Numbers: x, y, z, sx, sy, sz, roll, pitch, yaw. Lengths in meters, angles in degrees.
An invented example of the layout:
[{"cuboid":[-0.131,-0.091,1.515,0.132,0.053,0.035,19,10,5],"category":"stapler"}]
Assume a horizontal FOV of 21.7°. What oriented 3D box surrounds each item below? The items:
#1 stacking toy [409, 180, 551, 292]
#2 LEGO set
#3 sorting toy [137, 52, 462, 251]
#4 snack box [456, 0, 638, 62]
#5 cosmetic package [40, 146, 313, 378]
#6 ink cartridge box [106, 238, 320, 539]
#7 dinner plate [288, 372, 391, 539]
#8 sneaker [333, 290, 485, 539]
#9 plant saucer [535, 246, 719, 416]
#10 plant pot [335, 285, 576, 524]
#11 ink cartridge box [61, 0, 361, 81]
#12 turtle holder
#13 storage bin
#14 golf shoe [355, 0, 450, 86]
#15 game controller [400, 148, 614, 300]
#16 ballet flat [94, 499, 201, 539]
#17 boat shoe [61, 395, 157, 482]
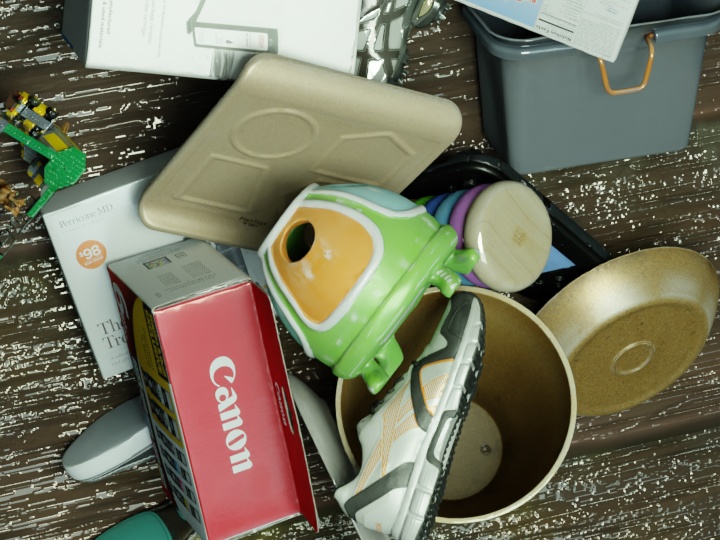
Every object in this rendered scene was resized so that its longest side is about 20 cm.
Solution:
[{"cuboid":[0.056,-0.025,1.493,0.085,0.200,0.086,0,90,-39],"category":"stacking toy"},{"cuboid":[-0.319,-0.076,1.428,0.200,0.116,0.154,-54,143,12],"category":"LEGO set"},{"cuboid":[-0.048,-0.084,1.419,0.185,0.037,0.200,11,141,-29],"category":"sorting toy"},{"cuboid":[0.110,-0.225,1.404,0.199,0.024,0.072,23,125,7],"category":"snack box"},{"cuboid":[-0.141,-0.019,1.512,0.199,0.052,0.151,-21,111,-8],"category":"cosmetic package"},{"cuboid":[-0.112,0.096,1.428,0.084,0.176,0.201,-18,110,-17],"category":"ink cartridge box"},{"cuboid":[-0.011,0.170,1.534,0.024,0.200,0.201,-24,114,-2],"category":"dinner plate"},{"cuboid":[0.040,0.103,1.406,0.080,0.074,0.201,16,72,14],"category":"sneaker"},{"cuboid":[0.226,0.064,1.605,0.200,0.035,0.201,-17,140,-15],"category":"plant saucer"},{"cuboid":[0.074,0.128,1.538,0.186,0.200,0.187,0,74,0],"category":"plant pot"},{"cuboid":[-0.113,-0.193,1.401,0.199,0.146,0.085,3,104,-18],"category":"ink cartridge box"},{"cuboid":[0.004,-0.006,1.379,0.132,0.186,0.141,37,125,3],"category":"turtle holder"},{"cuboid":[0.188,-0.157,1.513,0.199,0.146,0.135,-10,122,-12],"category":"storage bin"},{"cuboid":[0.002,-0.187,1.484,0.094,0.078,0.200,30,93,-12],"category":"golf shoe"},{"cuboid":[0.123,-0.032,1.547,0.104,0.042,0.200,-22,135,37],"category":"game controller"},{"cuboid":[-0.150,0.225,1.591,0.200,0.072,0.072,-36,115,1],"category":"ballet flat"},{"cuboid":[-0.148,0.129,1.558,0.200,0.070,0.066,-32,114,-11],"category":"boat shoe"}]
